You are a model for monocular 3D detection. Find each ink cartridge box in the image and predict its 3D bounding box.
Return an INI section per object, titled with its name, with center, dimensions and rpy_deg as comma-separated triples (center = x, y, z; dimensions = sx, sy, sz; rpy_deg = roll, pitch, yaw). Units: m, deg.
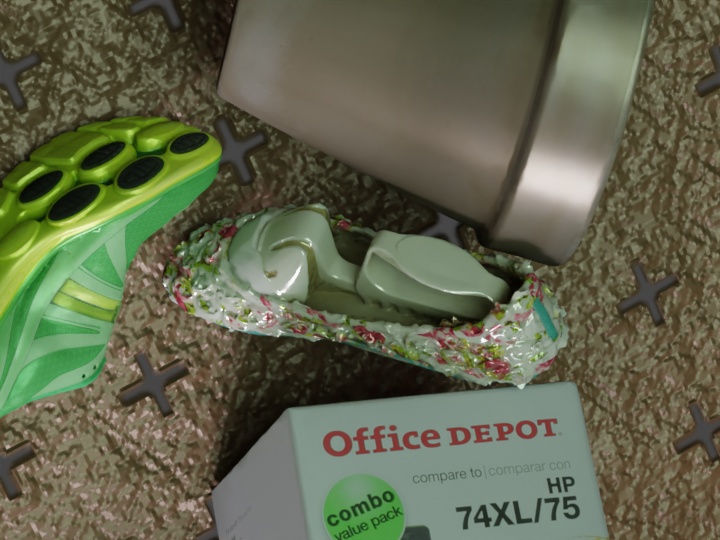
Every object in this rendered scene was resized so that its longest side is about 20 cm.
[ink cartridge box]
center = 0.030, 0.170, 1.208
dimensions = 0.146, 0.146, 0.200
rpy_deg = -5, 72, -19

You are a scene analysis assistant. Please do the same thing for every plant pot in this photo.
[plant pot]
center = 0.030, -0.117, 1.188
dimensions = 0.173, 0.200, 0.200
rpy_deg = 13, 96, -3

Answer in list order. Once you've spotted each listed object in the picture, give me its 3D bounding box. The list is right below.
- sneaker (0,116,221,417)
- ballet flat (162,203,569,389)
[sneaker]
center = -0.143, 0.005, 1.206
dimensions = 0.200, 0.074, 0.084
rpy_deg = -43, 135, -11
[ballet flat]
center = 0.000, 0.000, 1.199
dimensions = 0.064, 0.200, 0.076
rpy_deg = 78, 27, -52
